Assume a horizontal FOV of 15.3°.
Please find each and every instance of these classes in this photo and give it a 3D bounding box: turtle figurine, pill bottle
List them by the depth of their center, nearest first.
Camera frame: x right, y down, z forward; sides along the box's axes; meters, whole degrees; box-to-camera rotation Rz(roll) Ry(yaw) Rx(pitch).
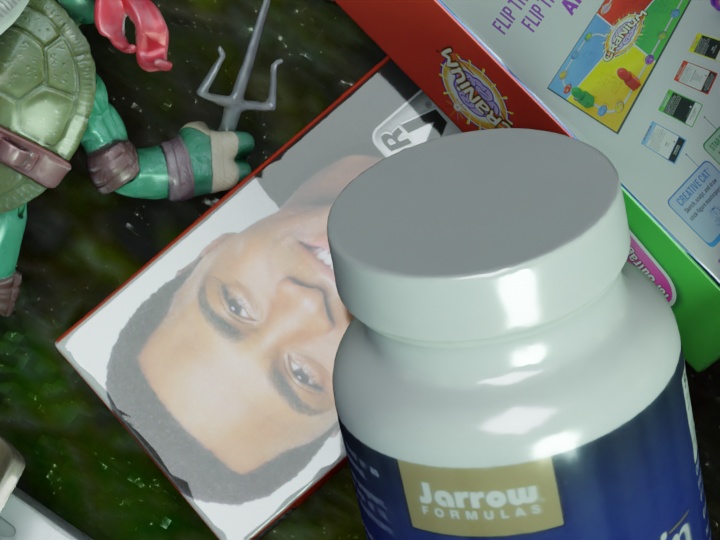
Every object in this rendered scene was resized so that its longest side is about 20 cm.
[{"bbox_3d":[0.054,0.061,0.885,0.116,0.116,0.200,-13,119,1],"label":"pill bottle"},{"bbox_3d":[-0.126,-0.054,0.954,0.150,0.101,0.200,37,99,18],"label":"turtle figurine"}]

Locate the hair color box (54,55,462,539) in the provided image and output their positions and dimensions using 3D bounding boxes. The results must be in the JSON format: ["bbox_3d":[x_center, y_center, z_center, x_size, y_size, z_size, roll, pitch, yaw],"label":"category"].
[{"bbox_3d":[0.000,0.000,0.962,0.200,0.061,0.102,-41,86,-1],"label":"hair color box"}]

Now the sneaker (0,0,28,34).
[{"bbox_3d":[-0.186,-0.104,0.922,0.146,0.200,0.081,-32,122,23],"label":"sneaker"}]

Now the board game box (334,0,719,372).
[{"bbox_3d":[0.097,-0.086,0.932,0.200,0.040,0.153,46,55,1],"label":"board game box"}]

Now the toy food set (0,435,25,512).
[{"bbox_3d":[-0.233,0.081,0.919,0.200,0.060,0.144,28,92,4],"label":"toy food set"}]

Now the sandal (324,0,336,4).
[{"bbox_3d":[-0.058,-0.171,0.981,0.200,0.054,0.080,36,87,5],"label":"sandal"}]

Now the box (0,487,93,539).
[{"bbox_3d":[-0.184,0.160,0.965,0.156,0.041,0.200,33,88,4],"label":"box"}]
